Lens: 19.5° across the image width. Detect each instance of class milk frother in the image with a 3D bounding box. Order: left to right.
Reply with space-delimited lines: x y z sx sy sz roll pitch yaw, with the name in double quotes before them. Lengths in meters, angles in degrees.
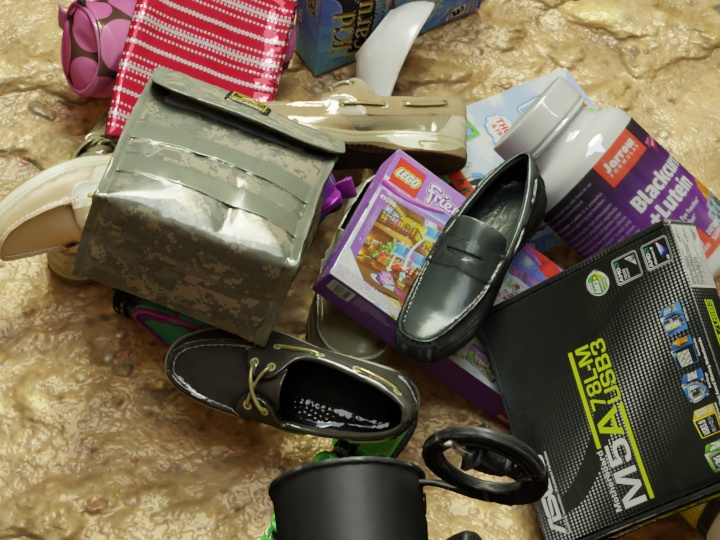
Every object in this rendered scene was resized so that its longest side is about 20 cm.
"milk frother" 0.038 0.221 1.463 0.179 0.200 0.190 1 65 -16

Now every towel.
"towel" -0.128 -0.181 1.761 0.144 0.022 0.202 21 71 -25

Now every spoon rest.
"spoon rest" 0.006 -0.155 1.824 0.061 0.099 0.200 39 72 -3

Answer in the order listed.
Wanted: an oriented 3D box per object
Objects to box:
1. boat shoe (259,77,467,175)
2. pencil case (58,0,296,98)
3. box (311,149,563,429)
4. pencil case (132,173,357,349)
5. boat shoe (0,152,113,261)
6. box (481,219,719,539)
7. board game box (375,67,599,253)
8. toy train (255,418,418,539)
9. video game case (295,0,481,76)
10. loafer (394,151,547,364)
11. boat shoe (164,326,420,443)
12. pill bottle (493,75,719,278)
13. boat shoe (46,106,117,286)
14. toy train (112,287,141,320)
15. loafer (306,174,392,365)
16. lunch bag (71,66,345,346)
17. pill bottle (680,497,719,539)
"boat shoe" -0.008 -0.124 1.753 0.198 0.071 0.065 7 72 -11
"pencil case" -0.160 -0.202 1.812 0.199 0.091 0.094 -5 32 -31
"box" 0.075 0.015 1.680 0.199 0.039 0.137 36 57 -9
"pencil case" -0.094 -0.012 1.693 0.092 0.085 0.200 16 58 34
"boat shoe" -0.202 -0.048 1.655 0.199 0.074 0.069 -24 63 -27
"box" 0.195 0.090 1.571 0.047 0.192 0.202 4 66 -51
"board game box" 0.132 -0.082 1.807 0.199 0.037 0.152 -22 59 -21
"toy train" -0.021 0.171 1.608 0.056 0.042 0.200 33 57 5
"video game case" 0.034 -0.277 1.836 0.180 0.201 0.046 -23 61 -20
"loafer" 0.084 -0.012 1.620 0.068 0.071 0.201 21 54 22
"boat shoe" -0.054 0.085 1.586 0.199 0.061 0.072 10 95 4
"pill bottle" 0.208 -0.062 1.716 0.200 0.111 0.112 42 58 -2
"boat shoe" -0.210 -0.082 1.754 0.072 0.065 0.201 16 54 6
"toy train" -0.155 -0.039 1.751 0.045 0.034 0.201 14 54 18
"loafer" 0.000 0.000 1.714 0.075 0.069 0.201 8 54 0
"lunch bag" -0.107 -0.067 1.600 0.163 0.118 0.201 21 46 -3
"pill bottle" 0.251 0.110 1.631 0.114 0.115 0.200 -31 62 -25
